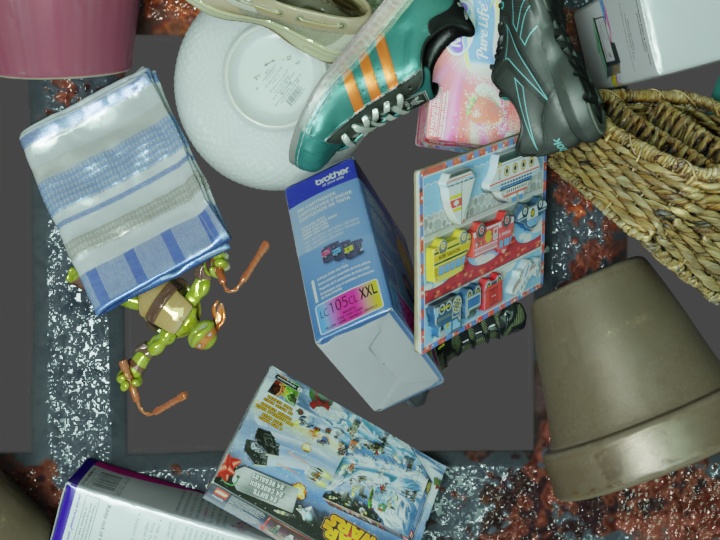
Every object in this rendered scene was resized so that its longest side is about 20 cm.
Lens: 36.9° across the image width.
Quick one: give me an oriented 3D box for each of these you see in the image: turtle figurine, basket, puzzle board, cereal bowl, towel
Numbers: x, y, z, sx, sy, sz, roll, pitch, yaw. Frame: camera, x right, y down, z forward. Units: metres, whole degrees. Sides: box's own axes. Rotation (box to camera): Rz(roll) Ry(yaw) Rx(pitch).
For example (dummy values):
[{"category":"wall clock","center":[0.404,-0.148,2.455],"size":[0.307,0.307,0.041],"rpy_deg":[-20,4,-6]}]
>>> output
[{"category":"turtle figurine","center":[-0.184,0.019,1.015],"size":[0.160,0.064,0.201],"rpy_deg":[38,99,4]},{"category":"basket","center":[0.268,-0.098,0.934],"size":[0.142,0.201,0.150],"rpy_deg":[31,105,-29]},{"category":"puzzle board","center":[0.109,-0.031,0.923],"size":[0.017,0.199,0.153],"rpy_deg":[14,114,36]},{"category":"cereal bowl","center":[-0.078,-0.176,1.003],"size":[0.196,0.083,0.204],"rpy_deg":[0,91,-3]},{"category":"towel","center":[-0.218,-0.077,0.994],"size":[0.145,0.024,0.202],"rpy_deg":[-27,73,-4]}]

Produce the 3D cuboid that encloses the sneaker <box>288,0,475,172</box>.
[{"category":"sneaker","center":[0.019,-0.157,0.927],"size":[0.080,0.071,0.201],"rpy_deg":[39,96,9]}]

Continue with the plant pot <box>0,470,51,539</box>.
[{"category":"plant pot","center":[-0.378,0.232,0.967],"size":[0.173,0.200,0.202],"rpy_deg":[33,91,-21]}]

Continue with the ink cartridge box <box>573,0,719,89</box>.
[{"category":"ink cartridge box","center":[0.289,-0.222,0.962],"size":[0.142,0.200,0.085],"rpy_deg":[-15,96,-2]}]

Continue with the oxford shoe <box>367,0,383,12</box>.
[{"category":"oxford shoe","center":[0.030,-0.254,0.999],"size":[0.074,0.058,0.204],"rpy_deg":[-6,77,4]}]

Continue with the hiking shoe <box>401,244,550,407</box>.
[{"category":"hiking shoe","center":[0.106,0.047,1.025],"size":[0.099,0.076,0.203],"rpy_deg":[26,90,0]}]

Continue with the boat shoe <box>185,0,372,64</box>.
[{"category":"boat shoe","center":[-0.083,-0.248,0.926],"size":[0.198,0.065,0.073],"rpy_deg":[25,60,-10]}]

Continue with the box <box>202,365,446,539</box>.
[{"category":"box","center":[-0.029,0.196,1.004],"size":[0.198,0.040,0.138],"rpy_deg":[31,50,-4]}]

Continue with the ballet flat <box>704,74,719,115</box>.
[{"category":"ballet flat","center":[0.344,-0.110,1.040],"size":[0.066,0.067,0.202],"rpy_deg":[30,89,-20]}]

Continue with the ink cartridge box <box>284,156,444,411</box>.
[{"category":"ink cartridge box","center":[0.000,0.000,0.957],"size":[0.075,0.137,0.202],"rpy_deg":[-24,52,10]}]

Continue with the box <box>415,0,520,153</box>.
[{"category":"box","center":[0.111,-0.212,1.001],"size":[0.093,0.103,0.204],"rpy_deg":[6,93,-3]}]

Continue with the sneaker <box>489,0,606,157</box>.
[{"category":"sneaker","center":[0.139,-0.193,0.914],"size":[0.078,0.075,0.203],"rpy_deg":[-23,75,28]}]

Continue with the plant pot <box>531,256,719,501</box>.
[{"category":"plant pot","center":[0.235,0.090,0.974],"size":[0.197,0.200,0.177],"rpy_deg":[-22,83,-2]}]

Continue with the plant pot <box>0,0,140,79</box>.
[{"category":"plant pot","center":[-0.270,-0.266,0.946],"size":[0.196,0.200,0.182],"rpy_deg":[0,108,-3]}]

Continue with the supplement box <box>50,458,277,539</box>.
[{"category":"supplement box","center":[-0.181,0.260,1.006],"size":[0.197,0.101,0.105],"rpy_deg":[16,92,-3]}]
